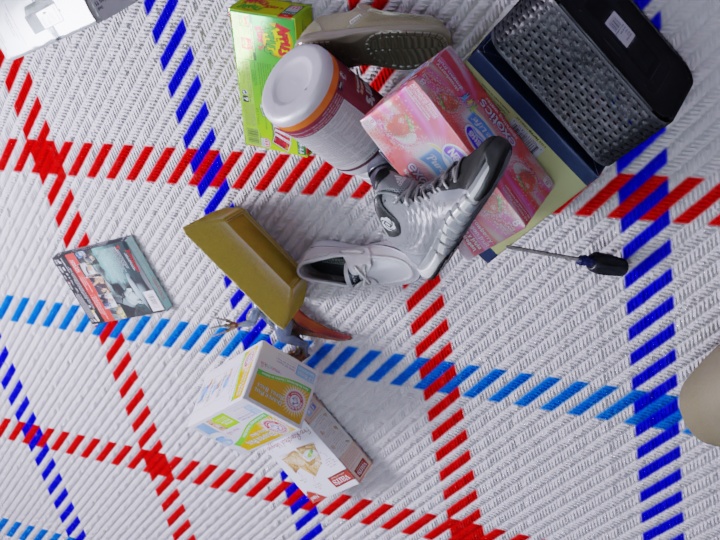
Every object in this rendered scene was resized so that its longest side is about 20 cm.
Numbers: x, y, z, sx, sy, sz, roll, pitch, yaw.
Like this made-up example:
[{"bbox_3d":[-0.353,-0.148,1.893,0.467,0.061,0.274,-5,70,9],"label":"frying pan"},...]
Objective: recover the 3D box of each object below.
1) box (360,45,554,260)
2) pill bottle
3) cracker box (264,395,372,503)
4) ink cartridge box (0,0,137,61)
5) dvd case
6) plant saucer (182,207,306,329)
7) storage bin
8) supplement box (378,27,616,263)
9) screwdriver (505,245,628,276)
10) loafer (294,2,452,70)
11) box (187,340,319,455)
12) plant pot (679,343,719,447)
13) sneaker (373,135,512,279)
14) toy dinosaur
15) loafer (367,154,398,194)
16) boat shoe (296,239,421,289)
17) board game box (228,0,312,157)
[{"bbox_3d":[0.108,-0.128,1.223,0.094,0.103,0.200,-31,102,42],"label":"box"},{"bbox_3d":[-0.021,-0.187,1.389,0.109,0.111,0.199,-12,150,37],"label":"pill bottle"},{"bbox_3d":[-0.093,0.289,1.875,0.200,0.058,0.134,49,134,-9],"label":"cracker box"},{"bbox_3d":[-0.396,-0.373,1.517,0.199,0.147,0.084,-10,116,36],"label":"ink cartridge box"},{"bbox_3d":[-0.430,0.019,1.914,0.199,0.022,0.147,-10,116,38],"label":"dvd case"},{"bbox_3d":[-0.153,-0.019,1.619,0.200,0.200,0.048,45,101,-3],"label":"plant saucer"},{"bbox_3d":[0.256,-0.234,1.214,0.200,0.135,0.094,47,134,-7],"label":"storage bin"},{"bbox_3d":[0.169,-0.158,1.326,0.200,0.134,0.200,45,134,-4],"label":"supplement box"},{"bbox_3d":[0.256,-0.013,1.364,0.028,0.199,0.029,-55,46,36],"label":"screwdriver"},{"bbox_3d":[0.016,-0.294,1.369,0.198,0.069,0.076,1,150,14],"label":"loafer"},{"bbox_3d":[-0.168,0.201,1.728,0.112,0.102,0.200,30,147,-20],"label":"box"},{"bbox_3d":[0.485,0.144,1.340,0.187,0.187,0.200,45,148,-5],"label":"plant pot"},{"bbox_3d":[0.071,-0.084,1.160,0.115,0.075,0.201,36,134,7],"label":"sneaker"},{"bbox_3d":[-0.136,0.055,1.744,0.199,0.105,0.183,-23,102,5],"label":"toy dinosaur"},{"bbox_3d":[0.090,-0.084,1.412,0.199,0.063,0.072,20,140,-35],"label":"loafer"},{"bbox_3d":[0.000,0.000,1.597,0.198,0.065,0.074,0,122,33],"label":"boat shoe"},{"bbox_3d":[-0.112,-0.259,1.489,0.101,0.048,0.201,14,129,23],"label":"board game box"}]
